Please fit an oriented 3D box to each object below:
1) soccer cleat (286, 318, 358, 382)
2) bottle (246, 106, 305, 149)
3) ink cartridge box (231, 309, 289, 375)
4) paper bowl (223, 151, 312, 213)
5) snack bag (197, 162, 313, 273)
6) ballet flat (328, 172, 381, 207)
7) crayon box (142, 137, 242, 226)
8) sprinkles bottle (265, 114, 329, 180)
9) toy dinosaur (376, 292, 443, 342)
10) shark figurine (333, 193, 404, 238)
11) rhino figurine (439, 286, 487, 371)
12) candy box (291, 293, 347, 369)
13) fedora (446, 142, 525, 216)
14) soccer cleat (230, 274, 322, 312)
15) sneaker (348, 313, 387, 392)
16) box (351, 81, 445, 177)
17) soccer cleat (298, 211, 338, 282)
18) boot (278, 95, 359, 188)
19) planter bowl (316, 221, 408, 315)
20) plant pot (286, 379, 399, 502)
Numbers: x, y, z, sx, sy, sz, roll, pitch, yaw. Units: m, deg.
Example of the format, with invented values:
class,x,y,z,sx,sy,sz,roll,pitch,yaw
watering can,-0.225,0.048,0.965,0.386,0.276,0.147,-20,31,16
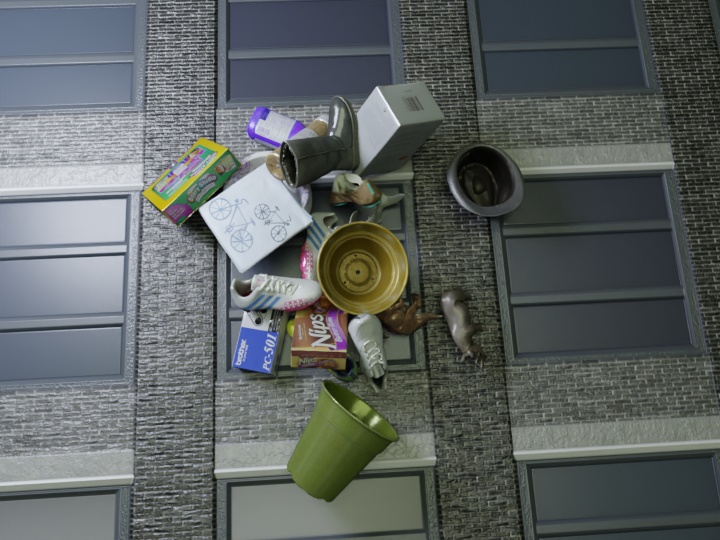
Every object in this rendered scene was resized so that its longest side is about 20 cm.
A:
class,x,y,z,sx,sy,sz,roll,pitch,yaw
soccer cleat,-0.084,0.169,1.305,0.200,0.084,0.065,39,80,13
bottle,-0.172,-0.326,1.431,0.198,0.065,0.084,22,78,3
ink cartridge box,-0.217,0.127,1.326,0.093,0.044,0.202,8,77,12
paper bowl,-0.211,-0.165,1.369,0.198,0.104,0.203,0,76,1
snack bag,-0.231,-0.122,1.295,0.199,0.021,0.189,-36,77,-6
ballet flat,-0.024,-0.186,1.337,0.068,0.200,0.073,-36,113,-19
crayon box,-0.389,-0.207,1.350,0.200,0.058,0.172,-47,39,-11
sprinkles bottle,-0.127,-0.278,1.321,0.068,0.068,0.200,38,52,7
toy dinosaur,0.078,0.113,1.331,0.198,0.086,0.137,14,84,-12
shark figurine,0.023,-0.094,1.373,0.089,0.129,0.214,27,49,26
rhino figurine,0.234,0.130,1.323,0.087,0.060,0.202,-5,71,-40
candy box,-0.085,0.123,1.277,0.115,0.057,0.201,3,36,-2
fedora,0.291,-0.201,1.403,0.176,0.090,0.201,-22,72,-8
soccer cleat,-0.183,0.044,1.257,0.198,0.087,0.070,-8,47,11
sneaker,0.029,0.175,1.254,0.074,0.201,0.087,-21,37,-5
box,0.065,-0.319,1.345,0.151,0.200,0.107,-20,76,-39
soccer cleat,-0.090,-0.050,1.346,0.085,0.070,0.202,-7,62,14
boot,-0.093,-0.280,1.269,0.199,0.072,0.184,-18,98,-39
planter bowl,0.000,0.000,1.288,0.198,0.083,0.203,1,83,-9
plant pot,-0.052,0.366,1.226,0.199,0.200,0.191,35,91,6
